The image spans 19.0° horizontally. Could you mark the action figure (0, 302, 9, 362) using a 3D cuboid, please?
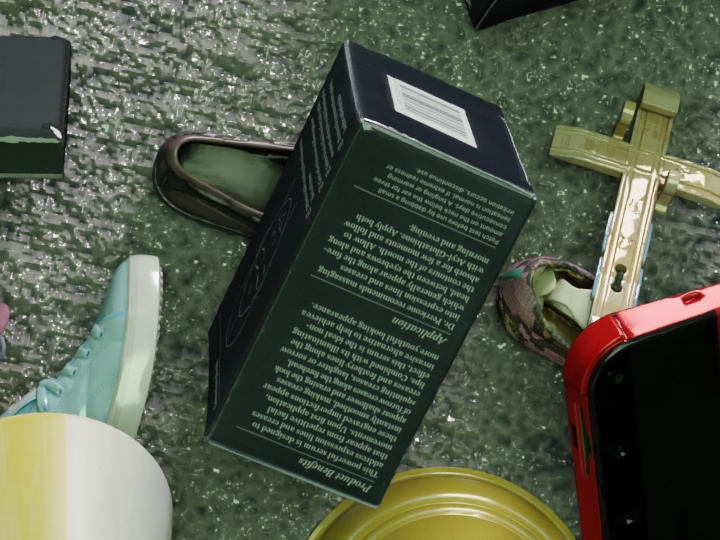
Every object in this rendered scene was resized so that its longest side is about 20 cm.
[{"bbox_3d":[-0.273,0.024,1.204,0.133,0.149,0.201,28,95,4],"label":"action figure"}]

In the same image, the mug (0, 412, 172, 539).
[{"bbox_3d":[-0.183,0.181,1.123,0.185,0.154,0.150,-2,127,-11],"label":"mug"}]

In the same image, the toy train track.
[{"bbox_3d":[0.162,-0.035,1.269,0.114,0.033,0.201,17,58,1],"label":"toy train track"}]

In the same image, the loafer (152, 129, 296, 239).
[{"bbox_3d":[-0.026,-0.039,1.273,0.198,0.063,0.073,14,82,-5],"label":"loafer"}]

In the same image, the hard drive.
[{"bbox_3d":[-0.264,-0.096,1.220,0.198,0.140,0.033,0,119,-6],"label":"hard drive"}]

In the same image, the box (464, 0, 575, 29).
[{"bbox_3d":[0.139,-0.274,1.290,0.197,0.123,0.202,-17,85,-7],"label":"box"}]

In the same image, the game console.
[{"bbox_3d":[0.208,0.095,1.250,0.175,0.031,0.201,-18,123,-12],"label":"game console"}]

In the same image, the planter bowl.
[{"bbox_3d":[0.054,0.213,1.244,0.198,0.083,0.203,1,83,-7],"label":"planter bowl"}]

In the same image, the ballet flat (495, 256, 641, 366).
[{"bbox_3d":[0.172,0.053,1.281,0.199,0.071,0.070,30,81,-3],"label":"ballet flat"}]

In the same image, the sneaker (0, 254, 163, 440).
[{"bbox_3d":[-0.168,0.082,1.239,0.081,0.074,0.202,16,82,-9],"label":"sneaker"}]

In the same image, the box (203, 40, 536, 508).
[{"bbox_3d":[0.000,0.000,1.188,0.106,0.149,0.201,23,109,-12],"label":"box"}]
